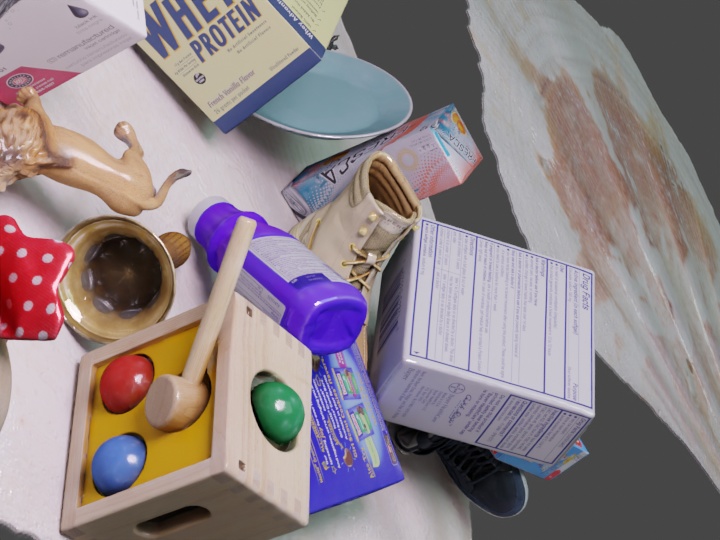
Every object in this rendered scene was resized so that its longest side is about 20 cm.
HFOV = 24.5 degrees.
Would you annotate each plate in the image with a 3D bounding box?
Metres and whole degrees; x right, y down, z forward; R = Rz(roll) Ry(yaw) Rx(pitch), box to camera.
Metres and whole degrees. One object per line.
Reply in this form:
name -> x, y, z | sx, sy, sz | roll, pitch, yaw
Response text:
plate -> -0.046, -0.177, 1.703 | 0.200, 0.200, 0.026 | -66, 169, -57

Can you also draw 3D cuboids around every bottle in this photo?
bottle -> -0.081, 0.000, 1.464 | 0.083, 0.065, 0.200 | 1, 29, -45

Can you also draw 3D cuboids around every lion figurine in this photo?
lion figurine -> -0.221, -0.083, 1.298 | 0.200, 0.073, 0.123 | 13, 21, -18

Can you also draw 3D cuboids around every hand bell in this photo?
hand bell -> -0.176, -0.006, 1.393 | 0.104, 0.104, 0.200 | 64, 13, -3

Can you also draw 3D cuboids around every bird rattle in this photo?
bird rattle -> -0.265, 0.044, 1.047 | 0.113, 0.200, 0.163 | -24, 113, -64

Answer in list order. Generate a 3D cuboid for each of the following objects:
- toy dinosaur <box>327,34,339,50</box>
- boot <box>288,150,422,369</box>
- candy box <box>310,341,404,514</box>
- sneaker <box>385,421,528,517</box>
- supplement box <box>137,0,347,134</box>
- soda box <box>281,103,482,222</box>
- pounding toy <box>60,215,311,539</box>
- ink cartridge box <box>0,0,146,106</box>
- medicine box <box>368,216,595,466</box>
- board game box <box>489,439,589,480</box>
toy dinosaur -> -0.077, -0.264, 1.797 | 0.200, 0.088, 0.048 | -6, 112, -61
boot -> 0.000, 0.000, 1.604 | 0.073, 0.155, 0.200 | 16, 50, -32
candy box -> -0.058, 0.133, 1.482 | 0.200, 0.077, 0.169 | -3, 72, -64
sneaker -> 0.097, 0.187, 1.717 | 0.202, 0.077, 0.146 | 55, 15, -1
supplement box -> -0.128, -0.281, 1.603 | 0.200, 0.134, 0.200 | 46, 31, -18
soda box -> 0.021, -0.097, 1.682 | 0.068, 0.200, 0.064 | 59, 36, -14
pounding toy -> -0.122, 0.098, 1.239 | 0.142, 0.200, 0.184 | 41, 37, -41
ink cartridge box -> -0.284, -0.221, 1.270 | 0.200, 0.145, 0.084 | 29, 44, -51
medicine box -> 0.121, 0.070, 1.618 | 0.200, 0.103, 0.182 | 17, 49, -12
board game box -> 0.147, 0.119, 1.776 | 0.196, 0.056, 0.200 | 58, 12, 23
